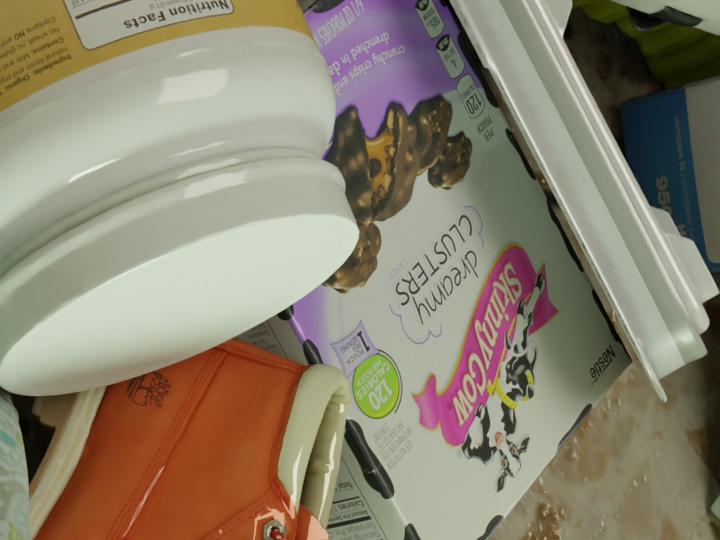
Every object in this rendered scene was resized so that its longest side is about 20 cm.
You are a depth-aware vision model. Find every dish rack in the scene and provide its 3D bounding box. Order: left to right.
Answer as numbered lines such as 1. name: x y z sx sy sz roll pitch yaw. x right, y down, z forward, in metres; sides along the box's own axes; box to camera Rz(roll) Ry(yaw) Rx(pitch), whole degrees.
1. dish rack: 0.086 -0.053 1.108 0.201 0.043 0.172 63 4 -5

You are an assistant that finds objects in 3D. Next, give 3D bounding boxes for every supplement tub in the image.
1. supplement tub: -0.093 -0.076 0.882 0.144 0.144 0.201 -7 68 -49

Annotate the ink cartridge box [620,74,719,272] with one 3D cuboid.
1. ink cartridge box: 0.233 -0.052 1.214 0.144 0.200 0.085 -2 84 -35

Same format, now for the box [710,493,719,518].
1. box: 0.259 0.053 1.286 0.199 0.145 0.036 -7 45 -48

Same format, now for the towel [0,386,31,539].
1. towel: -0.165 0.013 0.811 0.200 0.048 0.171 53 8 -24

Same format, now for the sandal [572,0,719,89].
1. sandal: 0.140 -0.141 1.257 0.200 0.079 0.088 30 52 -41

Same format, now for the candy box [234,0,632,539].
1. candy box: 0.000 0.000 1.050 0.168 0.071 0.201 -46 112 -47

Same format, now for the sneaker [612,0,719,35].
1. sneaker: 0.128 -0.138 1.156 0.200 0.088 0.075 25 67 -58

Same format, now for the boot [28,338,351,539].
1. boot: -0.066 0.104 0.904 0.075 0.106 0.201 82 21 -58
